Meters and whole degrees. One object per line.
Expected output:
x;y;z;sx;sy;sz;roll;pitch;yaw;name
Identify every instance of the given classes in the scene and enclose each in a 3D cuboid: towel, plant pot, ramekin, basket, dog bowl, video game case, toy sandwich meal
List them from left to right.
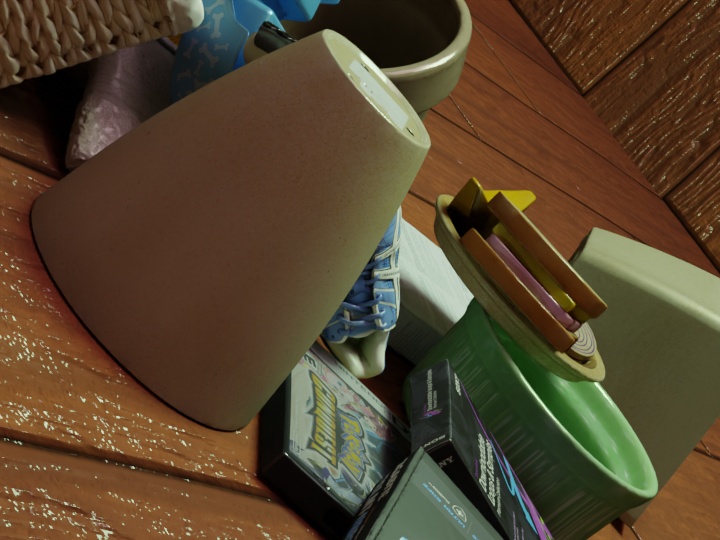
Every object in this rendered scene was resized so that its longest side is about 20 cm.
-0.213;-0.248;1.258;0.199;0.160;0.201;77;-14;-51;basket
-0.111;-0.067;1.372;0.200;0.034;0.133;38;41;-32;towel
-0.060;-0.042;1.214;0.187;0.200;0.188;44;14;-14;plant pot
-0.064;-0.175;1.350;0.049;0.201;0.112;22;-11;19;dog bowl
-0.026;-0.127;1.521;0.198;0.176;0.201;5;37;-4;plant pot
0.008;0.133;1.308;0.181;0.025;0.200;44;15;-17;video game case
0.122;0.120;1.527;0.200;0.098;0.200;44;15;-15;ramekin
0.131;-0.001;1.524;0.205;0.070;0.205;44;14;-14;toy sandwich meal
0.235;0.073;1.818;0.177;0.201;0.200;37;14;2;plant pot

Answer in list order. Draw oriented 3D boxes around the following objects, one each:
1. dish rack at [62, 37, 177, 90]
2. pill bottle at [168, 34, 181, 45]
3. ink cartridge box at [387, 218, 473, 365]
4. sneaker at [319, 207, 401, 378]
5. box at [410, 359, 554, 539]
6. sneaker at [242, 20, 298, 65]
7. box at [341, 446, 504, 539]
-0.185;-0.158;1.460;0.200;0.043;0.172;42;15;-23;dish rack
-0.161;-0.246;1.617;0.200;0.113;0.113;32;21;-48;pill bottle
0.037;0.013;1.670;0.199;0.043;0.197;36;18;-30;ink cartridge box
0.000;0.000;1.358;0.201;0.075;0.078;84;-11;-60;sneaker
0.094;0.170;1.353;0.201;0.036;0.143;58;11;-15;box
-0.041;-0.082;1.325;0.070;0.094;0.200;33;-8;22;sneaker
0.064;0.219;1.155;0.200;0.050;0.199;49;20;-2;box
